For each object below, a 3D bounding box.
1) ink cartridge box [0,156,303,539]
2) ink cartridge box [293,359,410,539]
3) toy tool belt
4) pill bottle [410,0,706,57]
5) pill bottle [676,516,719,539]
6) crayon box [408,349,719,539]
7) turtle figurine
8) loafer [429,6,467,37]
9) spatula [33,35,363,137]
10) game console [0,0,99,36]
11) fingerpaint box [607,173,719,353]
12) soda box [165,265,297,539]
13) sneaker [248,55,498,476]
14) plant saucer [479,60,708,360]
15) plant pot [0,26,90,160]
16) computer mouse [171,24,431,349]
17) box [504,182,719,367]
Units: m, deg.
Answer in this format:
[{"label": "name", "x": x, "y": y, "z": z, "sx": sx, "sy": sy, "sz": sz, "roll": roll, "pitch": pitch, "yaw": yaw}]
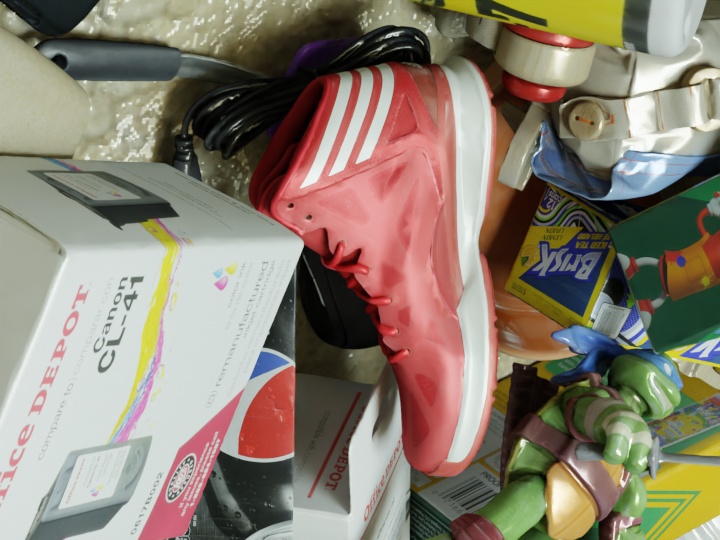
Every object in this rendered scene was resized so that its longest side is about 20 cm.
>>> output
[{"label": "ink cartridge box", "x": -0.122, "y": 0.036, "z": 1.143, "sx": 0.200, "sy": 0.085, "sz": 0.148, "roll": -5, "pitch": 121, "yaw": -66}, {"label": "ink cartridge box", "x": -0.019, "y": 0.134, "z": 1.445, "sx": 0.116, "sy": 0.068, "sz": 0.201, "roll": -63, "pitch": 158, "yaw": -56}, {"label": "toy tool belt", "x": 0.126, "y": -0.074, "z": 1.404, "sx": 0.200, "sy": 0.125, "sz": 0.123, "roll": -11, "pitch": 122, "yaw": -49}, {"label": "pill bottle", "x": 0.060, "y": -0.170, "z": 1.284, "sx": 0.114, "sy": 0.199, "sz": 0.115, "roll": 14, "pitch": 90, "yaw": -78}, {"label": "pill bottle", "x": 0.125, "y": 0.185, "z": 1.595, "sx": 0.200, "sy": 0.113, "sz": 0.113, "roll": -41, "pitch": 132, "yaw": -12}, {"label": "crayon box", "x": 0.118, "y": 0.103, "z": 1.536, "sx": 0.200, "sy": 0.126, "sz": 0.052, "roll": -25, "pitch": 127, "yaw": -25}, {"label": "turtle figurine", "x": 0.117, "y": 0.134, "z": 1.375, "sx": 0.194, "sy": 0.200, "sz": 0.144, "roll": -41, "pitch": 171, "yaw": -13}, {"label": "loafer", "x": 0.076, "y": -0.204, "z": 1.382, "sx": 0.075, "sy": 0.068, "sz": 0.200, "roll": -10, "pitch": 135, "yaw": -43}, {"label": "spatula", "x": -0.072, "y": -0.092, "z": 1.354, "sx": 0.199, "sy": 0.021, "sz": 0.057, "roll": 3, "pitch": 122, "yaw": -37}, {"label": "game console", "x": -0.137, "y": -0.216, "z": 1.231, "sx": 0.177, "sy": 0.031, "sz": 0.200, "roll": -53, "pitch": 133, "yaw": -3}, {"label": "fingerpaint box", "x": 0.253, "y": -0.029, "z": 1.432, "sx": 0.200, "sy": 0.167, "sz": 0.074, "roll": -11, "pitch": 78, "yaw": -48}, {"label": "soda box", "x": -0.064, "y": 0.080, "z": 1.329, "sx": 0.063, "sy": 0.201, "sz": 0.071, "roll": 4, "pitch": 147, "yaw": -7}, {"label": "sneaker", "x": 0.000, "y": 0.000, "z": 1.350, "sx": 0.115, "sy": 0.078, "sz": 0.201, "roll": -3, "pitch": 95, "yaw": -20}, {"label": "plant saucer", "x": 0.115, "y": -0.049, "z": 1.517, "sx": 0.200, "sy": 0.032, "sz": 0.201, "roll": -17, "pitch": 123, "yaw": -29}, {"label": "plant pot", "x": -0.230, "y": -0.048, "z": 1.150, "sx": 0.177, "sy": 0.199, "sz": 0.201, "roll": 12, "pitch": 106, "yaw": -54}, {"label": "computer mouse", "x": -0.021, "y": -0.018, "z": 1.401, "sx": 0.140, "sy": 0.046, "sz": 0.201, "roll": -18, "pitch": 134, "yaw": -17}, {"label": "box", "x": 0.175, "y": 0.010, "z": 1.526, "sx": 0.200, "sy": 0.070, "sz": 0.065, "roll": 13, "pitch": 104, "yaw": -41}]
